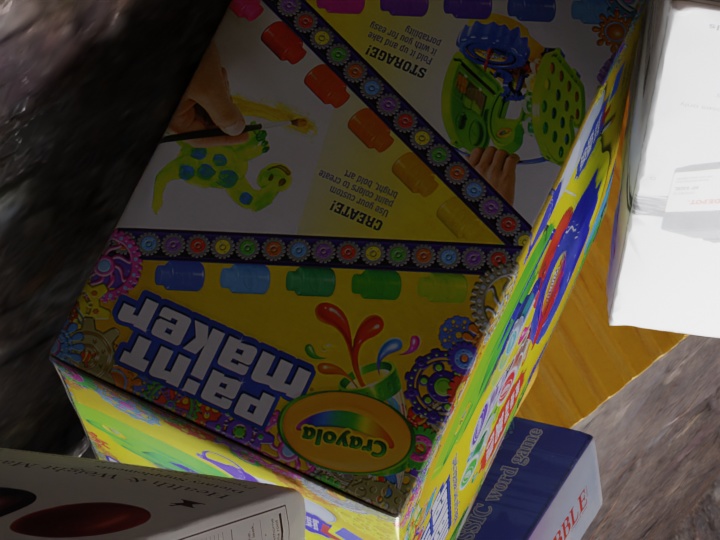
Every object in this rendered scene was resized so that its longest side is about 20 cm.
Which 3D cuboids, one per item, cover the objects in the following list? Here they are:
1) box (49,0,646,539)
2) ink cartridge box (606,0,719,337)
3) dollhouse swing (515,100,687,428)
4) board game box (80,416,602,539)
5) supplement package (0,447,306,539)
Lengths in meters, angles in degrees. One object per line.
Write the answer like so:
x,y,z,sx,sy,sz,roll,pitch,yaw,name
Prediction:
0.000,0.000,0.896,0.200,0.121,0.194,85,30,-71,box
0.134,-0.085,0.850,0.200,0.083,0.146,91,8,-62,ink cartridge box
0.115,-0.050,1.149,0.200,0.182,0.176,-33,-178,-40,dollhouse swing
-0.036,0.119,1.023,0.200,0.198,0.041,-52,143,-42,board game box
-0.143,0.133,0.735,0.200,0.190,0.148,-9,102,-67,supplement package
